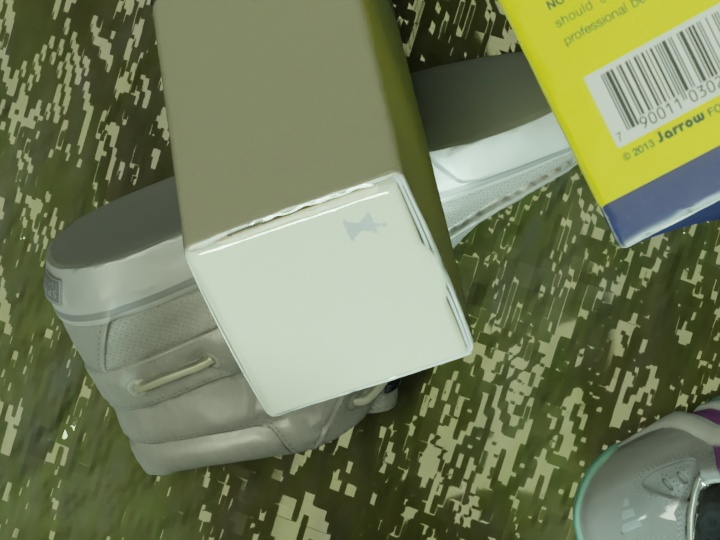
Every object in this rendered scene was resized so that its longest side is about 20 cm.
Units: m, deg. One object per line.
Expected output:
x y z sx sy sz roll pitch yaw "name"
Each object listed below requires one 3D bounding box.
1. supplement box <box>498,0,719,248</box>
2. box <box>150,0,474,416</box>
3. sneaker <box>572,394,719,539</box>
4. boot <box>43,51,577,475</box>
0.097 -0.123 0.799 0.109 0.109 0.200 -28 85 23 "supplement box"
-0.021 -0.058 0.799 0.068 0.082 0.200 -18 43 7 "box"
0.153 0.080 0.781 0.199 0.140 0.078 -2 93 17 "sneaker"
0.000 0.000 0.871 0.199 0.074 0.096 -20 115 6 "boot"
